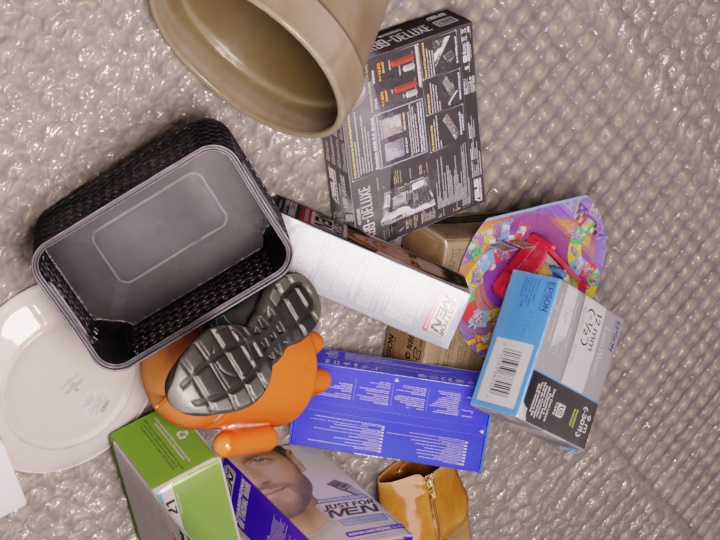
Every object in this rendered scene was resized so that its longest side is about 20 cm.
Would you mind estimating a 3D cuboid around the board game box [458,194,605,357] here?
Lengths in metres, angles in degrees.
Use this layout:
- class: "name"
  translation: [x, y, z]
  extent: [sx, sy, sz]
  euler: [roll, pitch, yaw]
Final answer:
- class: "board game box"
  translation: [0.188, 0.013, 1.675]
  extent: [0.199, 0.039, 0.159]
  euler: [-13, 118, -31]

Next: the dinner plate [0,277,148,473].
- class: "dinner plate"
  translation: [-0.272, 0.101, 1.503]
  extent: [0.200, 0.024, 0.201]
  euler: [-17, 122, -29]

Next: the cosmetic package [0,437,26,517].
- class: "cosmetic package"
  translation: [-0.362, 0.144, 1.343]
  extent: [0.101, 0.200, 0.074]
  euler: [-27, 126, -23]

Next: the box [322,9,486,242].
- class: "box"
  translation: [0.041, -0.135, 1.590]
  extent: [0.157, 0.050, 0.201]
  euler: [-23, 124, -24]

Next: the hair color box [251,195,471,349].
- class: "hair color box"
  translation: [0.000, 0.000, 1.533]
  extent: [0.199, 0.099, 0.061]
  euler: [24, 100, -5]

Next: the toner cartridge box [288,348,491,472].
- class: "toner cartridge box"
  translation: [0.032, 0.141, 1.652]
  extent: [0.199, 0.043, 0.095]
  euler: [9, 110, 1]

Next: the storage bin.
- class: "storage bin"
  translation: [-0.172, -0.024, 1.414]
  extent: [0.200, 0.094, 0.135]
  euler: [-31, 111, 2]

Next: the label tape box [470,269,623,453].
- class: "label tape box"
  translation: [0.207, 0.100, 1.647]
  extent: [0.200, 0.066, 0.144]
  euler: [28, 77, -46]

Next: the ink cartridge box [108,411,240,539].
- class: "ink cartridge box"
  translation: [-0.149, 0.244, 1.535]
  extent: [0.076, 0.200, 0.148]
  euler: [-27, 132, -22]

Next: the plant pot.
- class: "plant pot"
  translation: [-0.054, -0.243, 1.395]
  extent: [0.174, 0.200, 0.200]
  euler: [-56, 133, -20]

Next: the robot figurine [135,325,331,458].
- class: "robot figurine"
  translation: [-0.123, 0.091, 1.539]
  extent: [0.199, 0.116, 0.144]
  euler: [3, 106, -43]

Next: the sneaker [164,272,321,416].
- class: "sneaker"
  translation: [-0.110, 0.073, 1.415]
  extent: [0.200, 0.079, 0.076]
  euler: [-38, 102, -49]

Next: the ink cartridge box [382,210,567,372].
- class: "ink cartridge box"
  translation: [0.116, 0.043, 1.715]
  extent: [0.164, 0.075, 0.201]
  euler: [-4, 114, -35]

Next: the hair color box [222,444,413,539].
- class: "hair color box"
  translation: [-0.048, 0.246, 1.616]
  extent: [0.109, 0.200, 0.065]
  euler: [-4, 113, -33]

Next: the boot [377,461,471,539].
- class: "boot"
  translation: [0.034, 0.291, 1.794]
  extent: [0.201, 0.071, 0.144]
  euler: [-32, 121, -23]
